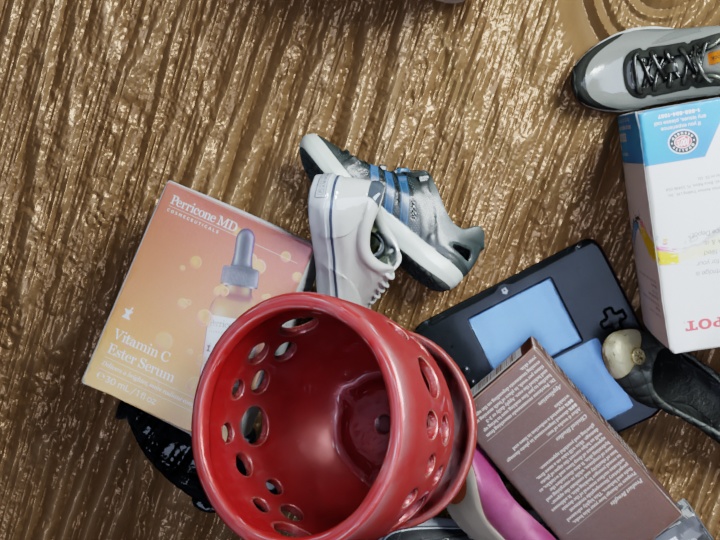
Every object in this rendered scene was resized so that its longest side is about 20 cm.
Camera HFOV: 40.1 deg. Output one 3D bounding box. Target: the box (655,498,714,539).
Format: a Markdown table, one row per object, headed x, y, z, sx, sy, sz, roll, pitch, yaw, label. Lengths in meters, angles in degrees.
| x | y | z | sx | sy | sz | roll | pitch | yaw | label |
| --- | --- | --- | --- | --- | --- | --- | --- | --- | --- |
| 0.277 | 0.341 | 0.951 | 0.199 | 0.050 | 0.158 | -34 | 91 | 10 | box |

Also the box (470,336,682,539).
| x | y | z | sx | sy | sz | roll | pitch | yaw | label |
| --- | --- | --- | --- | --- | --- | --- | --- | --- | --- |
| 0.186 | 0.168 | 0.901 | 0.100 | 0.075 | 0.200 | -41 | 87 | 9 | box |

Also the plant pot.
| x | y | z | sx | sy | sz | roll | pitch | yaw | label |
| --- | --- | --- | --- | --- | --- | --- | --- | --- | --- |
| -0.013 | 0.128 | 0.826 | 0.199 | 0.182 | 0.203 | -5 | 79 | 27 | plant pot |

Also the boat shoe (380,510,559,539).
| x | y | z | sx | sy | sz | roll | pitch | yaw | label |
| --- | --- | --- | --- | --- | --- | --- | --- | --- | --- |
| 0.117 | 0.271 | 0.934 | 0.198 | 0.066 | 0.071 | 6 | 115 | -9 | boat shoe |

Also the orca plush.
| x | y | z | sx | sy | sz | roll | pitch | yaw | label |
| --- | --- | --- | --- | --- | --- | --- | --- | --- | --- |
| -0.162 | 0.183 | 0.976 | 0.200 | 0.071 | 0.105 | 45 | 100 | 0 | orca plush |

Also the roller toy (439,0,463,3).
| x | y | z | sx | sy | sz | roll | pitch | yaw | label |
| --- | --- | --- | --- | --- | --- | --- | --- | --- | --- |
| 0.038 | -0.315 | 0.837 | 0.182 | 0.199 | 0.141 | 35 | 102 | 37 | roller toy |

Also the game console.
| x | y | z | sx | sy | sz | roll | pitch | yaw | label |
| --- | --- | --- | --- | --- | --- | --- | --- | --- | --- |
| 0.174 | 0.090 | 0.944 | 0.199 | 0.031 | 0.178 | -27 | 93 | 9 | game console |

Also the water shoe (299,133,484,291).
| x | y | z | sx | sy | sz | roll | pitch | yaw | label |
| --- | --- | --- | --- | --- | --- | --- | --- | --- | --- |
| 0.029 | -0.068 | 0.934 | 0.200 | 0.071 | 0.079 | 43 | 76 | -2 | water shoe |

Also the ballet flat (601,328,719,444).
| x | y | z | sx | sy | sz | roll | pitch | yaw | label |
| --- | --- | --- | --- | --- | --- | --- | --- | --- | --- |
| 0.304 | 0.108 | 0.894 | 0.199 | 0.057 | 0.067 | 29 | 78 | -13 | ballet flat |

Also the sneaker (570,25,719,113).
| x | y | z | sx | sy | sz | roll | pitch | yaw | label |
| --- | --- | --- | --- | --- | --- | --- | --- | --- | --- |
| 0.286 | -0.185 | 0.872 | 0.198 | 0.079 | 0.075 | -8 | 98 | 9 | sneaker |

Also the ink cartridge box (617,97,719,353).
| x | y | z | sx | sy | sz | roll | pitch | yaw | label |
| --- | --- | --- | --- | --- | --- | --- | --- | --- | --- |
| 0.313 | -0.047 | 0.851 | 0.146 | 0.145 | 0.202 | -8 | 96 | 8 | ink cartridge box |

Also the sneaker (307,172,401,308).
| x | y | z | sx | sy | sz | roll | pitch | yaw | label |
| --- | --- | --- | --- | --- | --- | --- | --- | --- | --- |
| 0.000 | 0.000 | 0.890 | 0.070 | 0.073 | 0.201 | 6 | 139 | 14 | sneaker |

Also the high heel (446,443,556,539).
| x | y | z | sx | sy | sz | roll | pitch | yaw | label |
| --- | --- | --- | --- | --- | --- | --- | --- | --- | --- |
| 0.138 | 0.221 | 0.903 | 0.095 | 0.067 | 0.202 | -10 | 72 | -29 | high heel |

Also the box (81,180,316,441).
| x | y | z | sx | sy | sz | roll | pitch | yaw | label |
| --- | --- | --- | --- | --- | --- | --- | --- | --- | --- |
| -0.141 | 0.040 | 0.925 | 0.151 | 0.106 | 0.202 | 23 | 91 | 4 | box |
